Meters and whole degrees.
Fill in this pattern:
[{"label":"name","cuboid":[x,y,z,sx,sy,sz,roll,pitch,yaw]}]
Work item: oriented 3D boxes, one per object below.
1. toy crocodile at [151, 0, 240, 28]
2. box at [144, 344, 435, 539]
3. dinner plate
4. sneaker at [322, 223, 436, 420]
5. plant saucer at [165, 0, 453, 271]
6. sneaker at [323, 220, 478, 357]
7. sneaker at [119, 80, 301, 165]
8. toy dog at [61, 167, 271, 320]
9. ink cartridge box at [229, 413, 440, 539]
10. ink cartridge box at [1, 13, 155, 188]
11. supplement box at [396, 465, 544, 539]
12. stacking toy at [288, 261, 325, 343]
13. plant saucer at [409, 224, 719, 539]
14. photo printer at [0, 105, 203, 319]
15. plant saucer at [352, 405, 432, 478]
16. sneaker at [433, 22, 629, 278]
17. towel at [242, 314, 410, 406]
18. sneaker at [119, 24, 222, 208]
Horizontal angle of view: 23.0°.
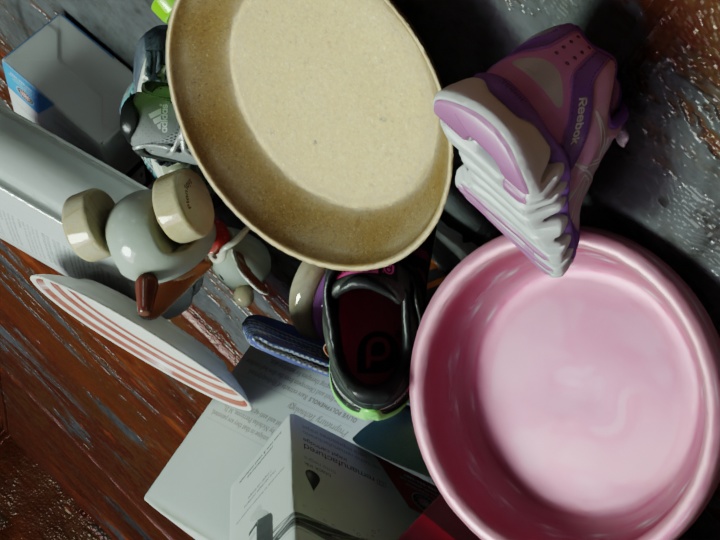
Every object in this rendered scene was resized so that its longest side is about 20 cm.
[{"label":"toy crocodile","cuboid":[-0.086,-0.174,1.093,0.068,0.062,0.200,44,165,5]},{"label":"box","cuboid":[-0.021,0.193,1.433,0.199,0.171,0.200,43,165,-34]},{"label":"dinner plate","cuboid":[-0.166,0.050,1.377,0.200,0.024,0.200,30,170,6]},{"label":"sneaker","cuboid":[0.013,-0.009,1.070,0.084,0.077,0.200,112,154,-87]},{"label":"plant saucer","cuboid":[-0.023,-0.096,0.997,0.200,0.035,0.200,21,128,29]},{"label":"sneaker","cuboid":[0.000,0.000,1.157,0.200,0.112,0.078,38,163,24]},{"label":"sneaker","cuboid":[-0.095,-0.088,1.139,0.115,0.075,0.200,8,179,-16]},{"label":"toy dog","cuboid":[-0.118,-0.002,1.246,0.200,0.096,0.132,11,157,-43]},{"label":"ink cartridge box","cuboid":[-0.006,0.207,1.156,0.144,0.084,0.200,29,-154,-19]},{"label":"ink cartridge box","cuboid":[-0.223,-0.108,1.466,0.116,0.067,0.200,39,159,15]},{"label":"supplement box","cuboid":[0.117,0.150,1.086,0.109,0.200,0.061,38,160,21]},{"label":"stacking toy","cuboid":[0.048,0.046,1.211,0.200,0.085,0.085,28,153,33]},{"label":"plant saucer","cuboid":[0.124,0.072,1.015,0.201,0.201,0.051,36,-158,26]},{"label":"photo printer","cuboid":[-0.213,-0.036,1.386,0.200,0.069,0.166,30,163,6]},{"label":"plant saucer","cuboid":[0.094,0.133,1.237,0.200,0.036,0.200,18,180,0]},{"label":"sneaker","cuboid":[0.098,-0.063,0.899,0.080,0.088,0.200,42,173,18]},{"label":"towel","cuboid":[-0.015,0.064,1.286,0.145,0.024,0.200,20,180,-6]},{"label":"sneaker","cuboid":[-0.148,-0.116,1.293,0.086,0.078,0.200,41,160,23]}]
